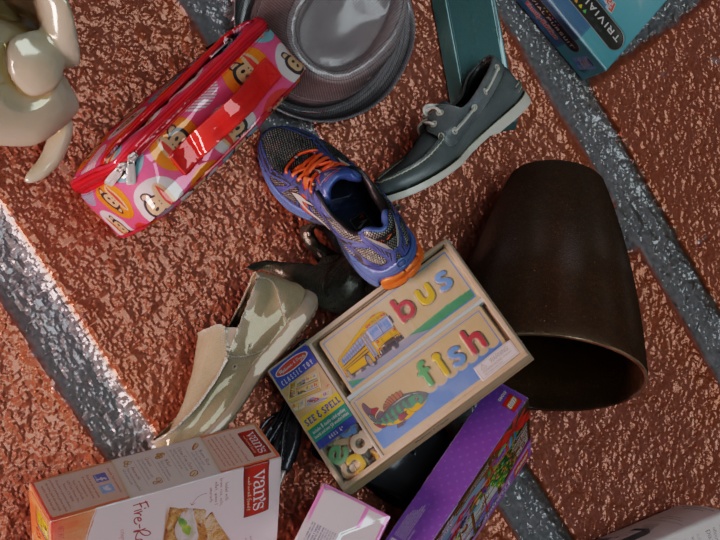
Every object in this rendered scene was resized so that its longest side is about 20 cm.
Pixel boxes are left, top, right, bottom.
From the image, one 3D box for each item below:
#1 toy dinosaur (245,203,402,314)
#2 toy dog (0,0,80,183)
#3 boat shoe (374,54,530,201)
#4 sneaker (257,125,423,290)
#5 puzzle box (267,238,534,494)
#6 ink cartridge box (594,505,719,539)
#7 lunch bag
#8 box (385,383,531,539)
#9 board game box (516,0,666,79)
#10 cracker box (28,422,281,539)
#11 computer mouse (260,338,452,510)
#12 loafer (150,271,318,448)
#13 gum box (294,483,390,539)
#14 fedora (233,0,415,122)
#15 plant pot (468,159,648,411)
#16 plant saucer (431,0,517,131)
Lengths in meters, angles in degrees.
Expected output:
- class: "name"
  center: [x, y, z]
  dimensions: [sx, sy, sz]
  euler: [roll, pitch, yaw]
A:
- class: "toy dinosaur"
  center: [0.000, 0.000, 1.378]
  dimensions: [0.200, 0.077, 0.102]
  euler: [-3, 73, -30]
- class: "toy dog"
  center: [-0.337, -0.142, 1.214]
  dimensions: [0.200, 0.140, 0.194]
  euler: [-29, 134, -26]
- class: "boat shoe"
  center: [0.076, -0.131, 1.409]
  dimensions: [0.200, 0.073, 0.062]
  euler: [-39, 109, -29]
- class: "sneaker"
  center: [-0.020, -0.071, 1.329]
  dimensions: [0.075, 0.078, 0.200]
  euler: [-42, 59, -13]
- class: "puzzle box"
  center: [0.032, 0.081, 1.314]
  dimensions: [0.200, 0.025, 0.133]
  euler: [-38, 66, 6]
- class: "ink cartridge box"
  center: [0.273, 0.327, 1.473]
  dimensions: [0.200, 0.085, 0.146]
  euler: [-17, 92, -24]
- class: "lunch bag"
  center: [-0.139, -0.118, 1.266]
  dimensions: [0.082, 0.176, 0.200]
  euler: [48, 68, -14]
- class: "box"
  center: [0.086, 0.210, 1.370]
  dimensions: [0.039, 0.137, 0.200]
  euler: [29, 70, 20]
- class: "board game box"
  center: [0.246, -0.317, 1.539]
  dimensions: [0.151, 0.047, 0.200]
  euler: [47, 68, -14]
- class: "cracker box"
  center: [-0.166, 0.215, 1.254]
  dimensions: [0.200, 0.058, 0.134]
  euler: [-14, 126, -26]
- class: "computer mouse"
  center: [0.011, 0.158, 1.381]
  dimensions: [0.200, 0.053, 0.139]
  euler: [26, 74, -21]
- class: "loafer"
  center: [-0.120, 0.082, 1.317]
  dimensions: [0.068, 0.076, 0.200]
  euler: [41, 72, -7]
- class: "gum box"
  center: [-0.046, 0.282, 1.300]
  dimensions: [0.066, 0.114, 0.200]
  euler: [26, 73, 3]
- class: "fedora"
  center: [-0.018, -0.232, 1.381]
  dimensions: [0.200, 0.090, 0.177]
  euler: [-43, 104, -22]
- class: "plant pot"
  center: [0.178, 0.005, 1.418]
  dimensions: [0.187, 0.187, 0.200]
  euler: [19, 63, -23]
- class: "plant saucer"
  center: [0.109, -0.233, 1.483]
  dimensions: [0.070, 0.019, 0.200]
  euler: [-10, 89, -26]
